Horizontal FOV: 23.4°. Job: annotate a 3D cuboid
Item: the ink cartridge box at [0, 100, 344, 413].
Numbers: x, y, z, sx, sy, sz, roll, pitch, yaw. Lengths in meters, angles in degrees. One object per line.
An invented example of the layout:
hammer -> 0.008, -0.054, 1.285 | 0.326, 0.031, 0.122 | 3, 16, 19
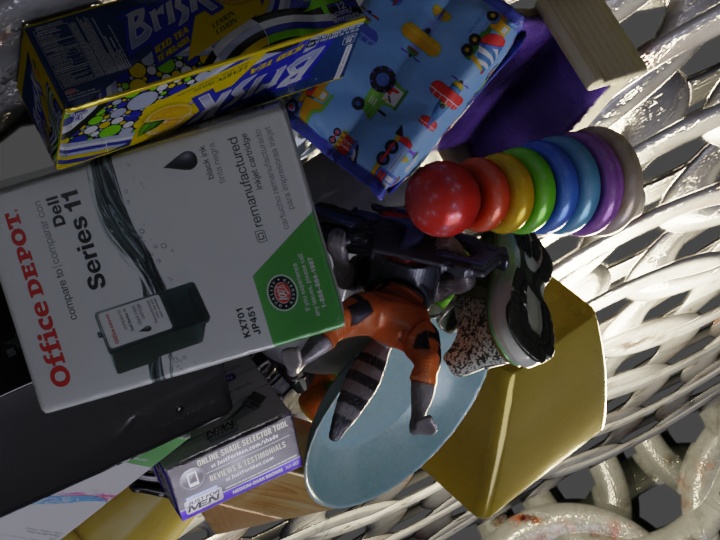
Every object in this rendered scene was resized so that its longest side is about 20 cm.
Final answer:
ink cartridge box -> -0.124, -0.010, 1.093 | 0.199, 0.147, 0.083 | -17, -172, 1

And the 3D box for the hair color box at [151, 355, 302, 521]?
hair color box -> -0.139, 0.102, 1.410 | 0.109, 0.200, 0.065 | -23, 128, -15

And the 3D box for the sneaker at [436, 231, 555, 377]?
sneaker -> 0.094, 0.011, 1.335 | 0.088, 0.077, 0.200 | -25, -153, 20

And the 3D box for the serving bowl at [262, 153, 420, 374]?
serving bowl -> 0.000, 0.000, 1.393 | 0.200, 0.066, 0.201 | -21, 126, -31

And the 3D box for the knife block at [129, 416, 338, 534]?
knife block -> -0.110, 0.152, 1.515 | 0.199, 0.064, 0.176 | -13, 139, 8

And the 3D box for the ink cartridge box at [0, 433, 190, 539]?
ink cartridge box -> -0.235, 0.111, 1.354 | 0.087, 0.146, 0.200 | 17, 135, -40

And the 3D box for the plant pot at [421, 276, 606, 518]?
plant pot -> 0.134, 0.091, 1.783 | 0.200, 0.200, 0.177 | -32, 148, -33

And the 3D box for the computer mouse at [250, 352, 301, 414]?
computer mouse -> -0.062, 0.097, 1.777 | 0.199, 0.046, 0.141 | -11, 145, -40

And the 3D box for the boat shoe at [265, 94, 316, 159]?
boat shoe -> -0.099, -0.057, 1.242 | 0.200, 0.073, 0.062 | -43, 155, 24

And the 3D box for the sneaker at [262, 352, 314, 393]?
sneaker -> -0.042, 0.014, 1.452 | 0.115, 0.076, 0.200 | -34, 141, -12

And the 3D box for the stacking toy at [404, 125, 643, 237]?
stacking toy -> 0.115, -0.060, 1.274 | 0.199, 0.086, 0.085 | -7, 153, -41

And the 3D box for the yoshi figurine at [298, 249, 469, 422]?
yoshi figurine -> 0.045, 0.071, 1.536 | 0.200, 0.113, 0.112 | -44, 151, 20

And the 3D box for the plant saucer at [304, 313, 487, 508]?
plant saucer -> 0.022, 0.105, 1.420 | 0.201, 0.039, 0.201 | -32, 145, -26

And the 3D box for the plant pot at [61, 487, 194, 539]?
plant pot -> -0.253, 0.223, 1.616 | 0.189, 0.201, 0.201 | -40, 166, -17

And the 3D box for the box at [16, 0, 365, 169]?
box -> -0.101, -0.131, 1.047 | 0.199, 0.064, 0.070 | -20, 160, -23

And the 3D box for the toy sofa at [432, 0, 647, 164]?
toy sofa -> 0.126, -0.126, 1.369 | 0.097, 0.083, 0.200 | -17, 159, -34

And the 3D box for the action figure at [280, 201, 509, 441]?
action figure -> -0.003, 0.018, 1.270 | 0.105, 0.199, 0.194 | 103, 7, -46

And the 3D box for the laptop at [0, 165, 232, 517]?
laptop -> -0.205, 0.042, 1.202 | 0.187, 0.201, 0.116 | -24, 178, -14

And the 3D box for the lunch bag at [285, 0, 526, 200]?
lunch bag -> 0.042, -0.129, 1.211 | 0.151, 0.094, 0.200 | -52, 171, 6
